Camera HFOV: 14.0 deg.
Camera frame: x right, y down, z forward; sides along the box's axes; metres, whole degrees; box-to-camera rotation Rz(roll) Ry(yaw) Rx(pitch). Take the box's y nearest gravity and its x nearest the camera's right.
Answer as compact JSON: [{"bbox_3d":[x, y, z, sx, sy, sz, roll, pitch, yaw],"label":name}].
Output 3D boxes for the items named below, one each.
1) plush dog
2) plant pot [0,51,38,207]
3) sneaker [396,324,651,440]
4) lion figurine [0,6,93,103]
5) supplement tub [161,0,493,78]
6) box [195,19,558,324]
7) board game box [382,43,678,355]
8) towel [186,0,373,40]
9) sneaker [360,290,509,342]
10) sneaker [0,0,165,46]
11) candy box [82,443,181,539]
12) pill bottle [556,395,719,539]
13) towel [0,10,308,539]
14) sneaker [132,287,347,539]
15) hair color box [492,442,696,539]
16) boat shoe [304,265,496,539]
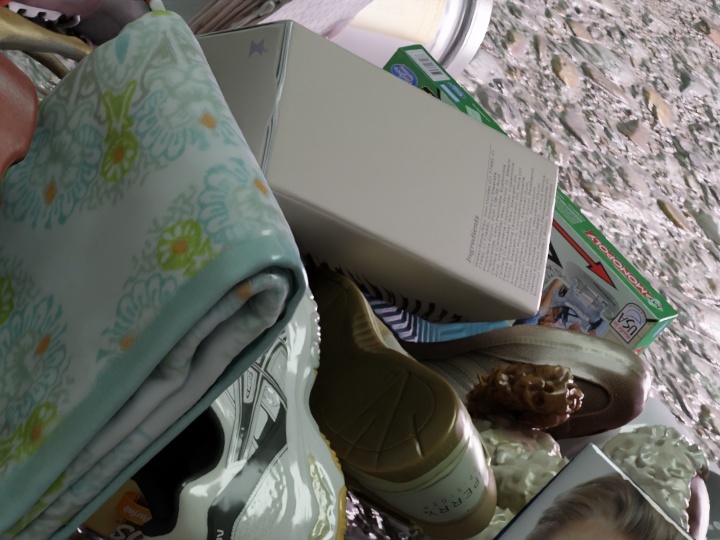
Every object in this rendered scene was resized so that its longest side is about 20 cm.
[{"bbox_3d":[0.063,0.137,1.307,0.160,0.201,0.172,6,20,-2],"label":"plush dog"},{"bbox_3d":[-0.249,-0.073,1.173,0.195,0.201,0.201,38,23,-25],"label":"plant pot"},{"bbox_3d":[0.039,0.074,1.399,0.199,0.071,0.076,1,53,1],"label":"sneaker"},{"bbox_3d":[-0.199,-0.100,1.436,0.122,0.073,0.200,32,10,1],"label":"lion figurine"},{"bbox_3d":[-0.030,-0.171,1.687,0.200,0.144,0.145,8,39,-50],"label":"supplement tub"},{"bbox_3d":[0.003,-0.041,1.338,0.200,0.068,0.082,26,67,-44],"label":"box"},{"bbox_3d":[0.053,0.000,1.528,0.200,0.135,0.029,47,25,16],"label":"board game box"},{"bbox_3d":[-0.064,-0.102,1.461,0.032,0.191,0.200,52,24,4],"label":"towel"},{"bbox_3d":[0.000,0.000,1.449,0.077,0.081,0.200,-55,132,-29],"label":"sneaker"},{"bbox_3d":[-0.186,-0.161,1.559,0.077,0.082,0.200,6,-29,50],"label":"sneaker"},{"bbox_3d":[-0.106,0.040,1.326,0.115,0.055,0.200,31,26,-23],"label":"candy box"},{"bbox_3d":[0.148,0.161,1.416,0.114,0.114,0.200,19,32,-39],"label":"pill bottle"},{"bbox_3d":[-0.120,0.009,1.191,0.048,0.200,0.171,32,21,-45],"label":"towel"},{"bbox_3d":[-0.065,0.046,1.220,0.088,0.076,0.200,22,32,-33],"label":"sneaker"},{"bbox_3d":[0.057,0.174,1.160,0.100,0.200,0.061,43,-8,6],"label":"hair color box"},{"bbox_3d":[-0.003,0.061,1.280,0.066,0.074,0.200,57,-6,-31],"label":"boat shoe"}]
